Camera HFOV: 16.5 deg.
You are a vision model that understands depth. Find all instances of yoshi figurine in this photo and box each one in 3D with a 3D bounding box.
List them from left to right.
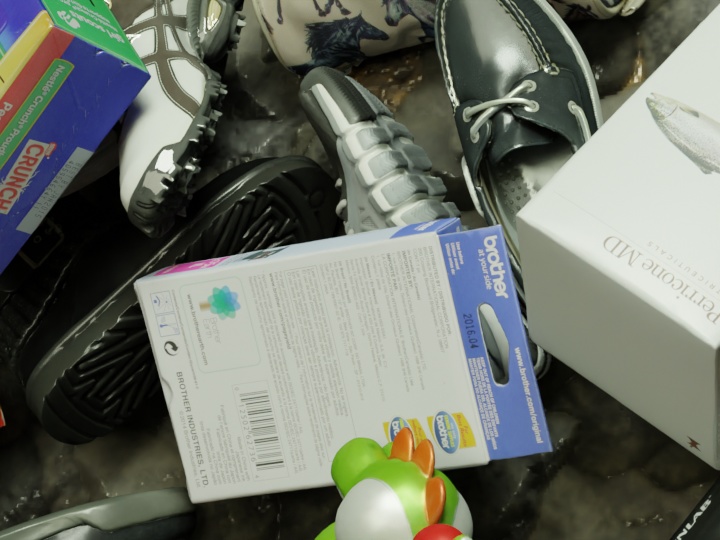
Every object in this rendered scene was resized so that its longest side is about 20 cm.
[{"bbox_3d":[0.023,0.163,1.138,0.112,0.112,0.200,-34,35,9],"label":"yoshi figurine"}]

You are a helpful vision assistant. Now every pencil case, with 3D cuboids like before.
[{"bbox_3d":[0.046,-0.154,1.308,0.200,0.090,0.078,-8,39,22],"label":"pencil case"}]

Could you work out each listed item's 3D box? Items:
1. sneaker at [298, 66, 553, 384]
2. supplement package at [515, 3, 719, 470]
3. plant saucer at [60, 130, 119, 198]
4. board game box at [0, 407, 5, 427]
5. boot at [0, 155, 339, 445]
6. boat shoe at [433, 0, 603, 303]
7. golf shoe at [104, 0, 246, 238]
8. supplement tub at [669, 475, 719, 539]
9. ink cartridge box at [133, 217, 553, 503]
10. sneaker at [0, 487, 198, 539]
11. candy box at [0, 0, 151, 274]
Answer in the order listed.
[{"bbox_3d":[0.000,0.000,1.273,0.115,0.075,0.200,-39,74,16],"label":"sneaker"},{"bbox_3d":[0.180,-0.032,1.144,0.117,0.117,0.200,35,68,25],"label":"supplement package"},{"bbox_3d":[-0.191,-0.115,1.375,0.200,0.050,0.200,-13,44,13],"label":"plant saucer"},{"bbox_3d":[-0.316,0.089,1.341,0.200,0.151,0.046,2,112,39],"label":"board game box"},{"bbox_3d":[-0.130,-0.021,1.349,0.211,0.079,0.158,-37,49,-4],"label":"boot"},{"bbox_3d":[0.086,-0.061,1.233,0.076,0.060,0.200,-29,85,23],"label":"boat shoe"},{"bbox_3d":[-0.116,-0.095,1.280,0.200,0.094,0.078,-83,14,-50],"label":"golf shoe"},{"bbox_3d":[0.192,0.153,1.119,0.122,0.123,0.200,39,93,29],"label":"supplement tub"},{"bbox_3d":[-0.005,0.044,1.228,0.200,0.042,0.120,-9,100,26],"label":"ink cartridge box"},{"bbox_3d":[-0.161,0.184,1.276,0.076,0.199,0.114,-26,87,59],"label":"sneaker"},{"bbox_3d":[-0.214,-0.107,1.273,0.169,0.077,0.200,-50,49,18],"label":"candy box"}]
